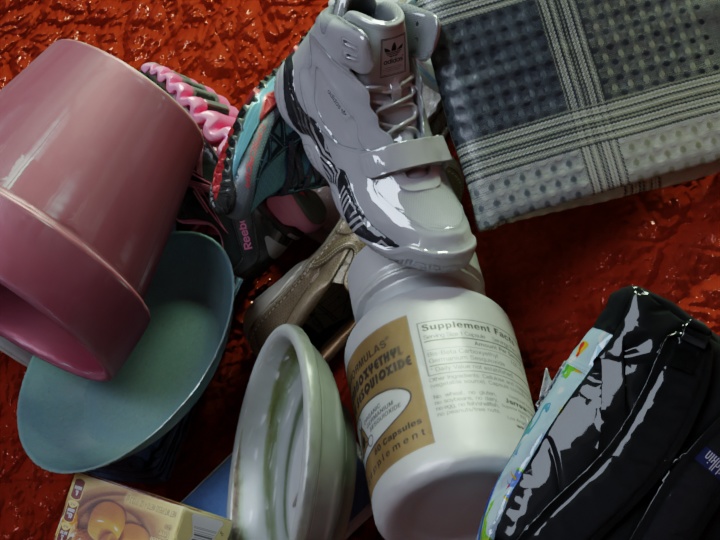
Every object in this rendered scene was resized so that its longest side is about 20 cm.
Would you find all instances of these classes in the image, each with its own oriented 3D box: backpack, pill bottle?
[{"bbox_3d":[0.154,0.135,1.357,0.200,0.163,0.154,-58,6,-15],"label":"backpack"},{"bbox_3d":[0.050,0.074,1.499,0.114,0.114,0.200,-29,49,20],"label":"pill bottle"}]

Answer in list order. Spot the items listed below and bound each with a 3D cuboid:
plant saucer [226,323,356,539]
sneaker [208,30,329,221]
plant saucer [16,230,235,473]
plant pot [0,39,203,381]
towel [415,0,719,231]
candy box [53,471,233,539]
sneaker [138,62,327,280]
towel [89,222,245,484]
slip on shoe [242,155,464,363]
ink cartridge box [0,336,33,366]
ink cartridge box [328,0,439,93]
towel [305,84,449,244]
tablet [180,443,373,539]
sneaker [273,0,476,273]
[{"bbox_3d":[-0.041,0.136,1.515,0.200,0.050,0.200,-172,90,-74],"label":"plant saucer"},{"bbox_3d":[-0.032,-0.095,1.605,0.095,0.079,0.200,29,45,6],"label":"sneaker"},{"bbox_3d":[-0.156,0.065,1.639,0.201,0.039,0.201,-26,41,25],"label":"plant saucer"},{"bbox_3d":[-0.208,-0.050,1.596,0.200,0.200,0.179,17,69,43],"label":"plant pot"},{"bbox_3d":[0.148,-0.140,1.519,0.200,0.035,0.193,-15,84,0],"label":"towel"},{"bbox_3d":[-0.170,0.247,1.577,0.115,0.055,0.200,12,81,43],"label":"candy box"},{"bbox_3d":[-0.115,-0.071,1.687,0.095,0.079,0.200,-51,59,14],"label":"sneaker"},{"bbox_3d":[-0.154,0.059,1.714,0.112,0.049,0.200,3,66,39],"label":"towel"},{"bbox_3d":[0.000,0.000,1.612,0.200,0.076,0.061,-41,40,13],"label":"slip on shoe"},{"bbox_3d":[-0.271,-0.027,1.792,0.145,0.087,0.200,-56,32,-4],"label":"ink cartridge box"},{"bbox_3d":[0.101,-0.185,1.615,0.200,0.088,0.145,34,86,32],"label":"ink cartridge box"},{"bbox_3d":[0.005,-0.112,1.710,0.132,0.034,0.200,29,82,44],"label":"towel"},{"bbox_3d":[-0.078,0.182,1.601,0.200,0.014,0.130,-44,45,6],"label":"tablet"},{"bbox_3d":[0.019,-0.097,1.497,0.200,0.075,0.115,55,142,27],"label":"sneaker"}]
